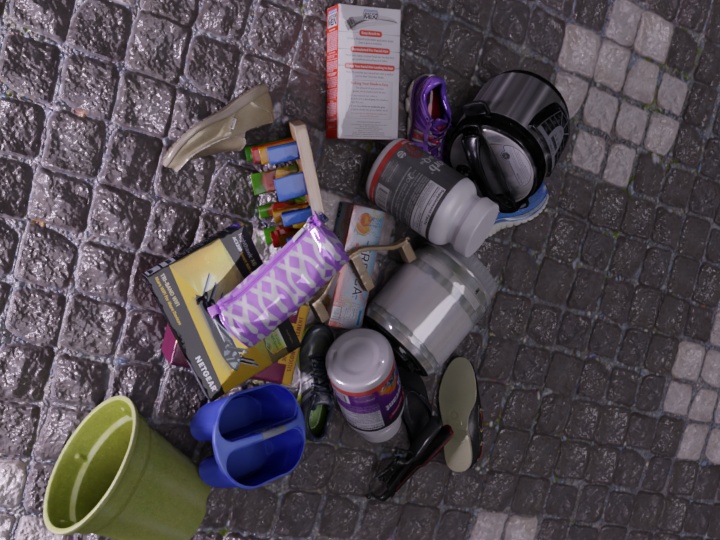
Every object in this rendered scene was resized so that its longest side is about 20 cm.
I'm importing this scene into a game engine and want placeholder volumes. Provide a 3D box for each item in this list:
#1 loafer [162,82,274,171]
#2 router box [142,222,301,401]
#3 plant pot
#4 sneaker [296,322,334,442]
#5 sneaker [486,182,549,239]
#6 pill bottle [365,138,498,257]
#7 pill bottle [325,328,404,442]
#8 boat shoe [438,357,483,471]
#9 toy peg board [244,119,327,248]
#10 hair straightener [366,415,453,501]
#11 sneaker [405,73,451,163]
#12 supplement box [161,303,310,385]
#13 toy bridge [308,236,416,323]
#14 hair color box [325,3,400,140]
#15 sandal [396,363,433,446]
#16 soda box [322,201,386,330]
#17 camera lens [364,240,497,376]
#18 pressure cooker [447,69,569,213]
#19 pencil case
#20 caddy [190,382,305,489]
[{"bbox_3d":[-0.206,-0.204,1.141,0.199,0.075,0.069,-39,105,-14],"label":"loafer"},{"bbox_3d":[-0.195,0.058,1.088,0.155,0.052,0.203,-30,107,-18],"label":"router box"},{"bbox_3d":[-0.329,0.319,1.124,0.184,0.199,0.202,41,82,-35],"label":"plant pot"},{"bbox_3d":[-0.068,0.189,1.262,0.072,0.081,0.206,-1,99,-23],"label":"sneaker"},{"bbox_3d":[0.251,-0.122,1.354,0.197,0.078,0.091,-24,110,-18],"label":"sneaker"},{"bbox_3d":[0.114,-0.114,1.215,0.198,0.116,0.117,35,83,19],"label":"pill bottle"},{"bbox_3d":[0.014,0.197,1.250,0.110,0.111,0.202,-33,141,-15],"label":"pill bottle"},{"bbox_3d":[0.188,0.262,1.400,0.063,0.072,0.207,0,89,-59],"label":"boat shoe"},{"bbox_3d":[-0.112,-0.112,1.142,0.095,0.199,0.205,-13,104,-4],"label":"toy peg board"},{"bbox_3d":[0.074,0.334,1.352,0.200,0.041,0.077,-45,120,8],"label":"hair straightener"},{"bbox_3d":[0.116,-0.224,1.275,0.079,0.083,0.205,-10,103,-21],"label":"sneaker"},{"bbox_3d":[-0.193,0.088,1.178,0.196,0.103,0.134,13,94,-24],"label":"supplement box"},{"bbox_3d":[0.000,0.000,1.213,0.198,0.027,0.068,-34,110,-15],"label":"toy bridge"},{"bbox_3d":[0.003,-0.314,1.222,0.108,0.064,0.206,-2,101,-23],"label":"hair color box"},{"bbox_3d":[0.101,0.253,1.367,0.075,0.043,0.203,-32,110,-16],"label":"sandal"},{"bbox_3d":[-0.017,-0.007,1.259,0.062,0.068,0.205,11,94,-25],"label":"soda box"},{"bbox_3d":[0.114,0.061,1.278,0.201,0.159,0.160,-48,113,-10],"label":"camera lens"},{"bbox_3d":[0.239,-0.205,1.256,0.174,0.180,0.201,32,57,6],"label":"pressure cooker"},{"bbox_3d":[-0.105,0.013,1.023,0.200,0.084,0.085,-44,140,3],"label":"pencil case"},{"bbox_3d":[-0.165,0.254,1.172,0.198,0.103,0.145,-8,84,-55],"label":"caddy"}]
